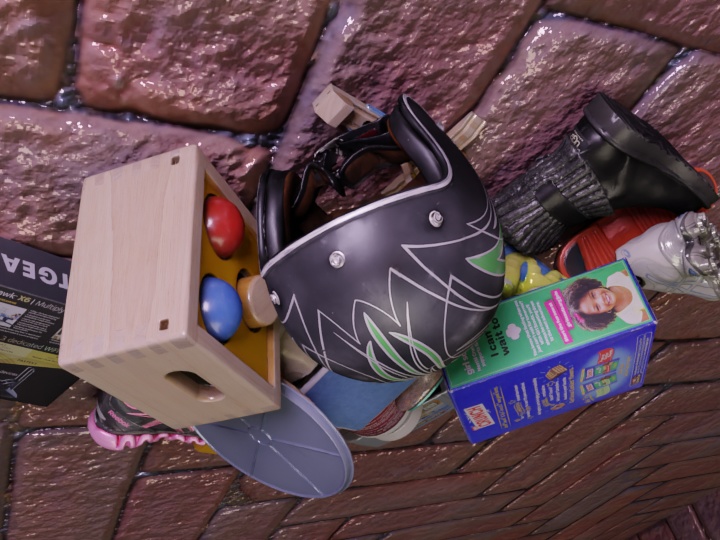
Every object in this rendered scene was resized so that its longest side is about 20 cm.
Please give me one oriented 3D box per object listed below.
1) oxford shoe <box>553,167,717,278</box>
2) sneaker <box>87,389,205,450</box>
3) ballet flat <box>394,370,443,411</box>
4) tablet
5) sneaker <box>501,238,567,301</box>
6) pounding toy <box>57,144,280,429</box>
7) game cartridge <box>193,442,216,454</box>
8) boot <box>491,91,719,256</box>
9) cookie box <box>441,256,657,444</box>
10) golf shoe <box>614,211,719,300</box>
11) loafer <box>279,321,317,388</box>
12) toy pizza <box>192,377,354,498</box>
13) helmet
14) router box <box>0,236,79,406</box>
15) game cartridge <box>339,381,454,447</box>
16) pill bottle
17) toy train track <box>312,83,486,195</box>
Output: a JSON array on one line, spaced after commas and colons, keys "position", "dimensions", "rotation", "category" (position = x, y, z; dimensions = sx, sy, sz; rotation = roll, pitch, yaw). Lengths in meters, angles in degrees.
[{"position": [0.302, -0.053, 0.813], "dimensions": [0.198, 0.072, 0.073], "rotation": [-29, 180, 2], "category": "oxford shoe"}, {"position": [-0.206, 0.145, 0.825], "dimensions": [0.197, 0.079, 0.097], "rotation": [-3, 128, -29], "category": "sneaker"}, {"position": [0.088, 0.064, 0.815], "dimensions": [0.067, 0.068, 0.201], "rotation": [39, 87, -22], "category": "ballet flat"}, {"position": [0.021, 0.093, 0.730], "dimensions": [0.129, 0.014, 0.200], "rotation": [22, 120, -45], "category": "tablet"}, {"position": [0.170, -0.001, 0.761], "dimensions": [0.198, 0.107, 0.075], "rotation": [20, 134, -43], "category": "sneaker"}, {"position": [-0.114, 0.013, 0.591], "dimensions": [0.140, 0.187, 0.200], "rotation": [-13, 149, 14], "category": "pounding toy"}, {"position": [-0.101, 0.200, 0.986], "dimensions": [0.199, 0.033, 0.175], "rotation": [-36, 144, 25], "category": "game cartridge"}, {"position": [0.239, -0.071, 0.717], "dimensions": [0.209, 0.080, 0.158], "rotation": [21, 124, -31], "category": "boot"}, {"position": [0.183, 0.088, 0.730], "dimensions": [0.197, 0.076, 0.172], "rotation": [-20, 148, 5], "category": "cookie box"}, {"position": [0.331, -0.009, 0.763], "dimensions": [0.096, 0.080, 0.199], "rotation": [-15, 157, 33], "category": "golf shoe"}, {"position": [-0.087, 0.096, 0.747], "dimensions": [0.068, 0.076, 0.200], "rotation": [35, 163, -3], "category": "loafer"}, {"position": [-0.092, 0.151, 0.710], "dimensions": [0.197, 0.032, 0.202], "rotation": [18, 138, 17], "category": "toy pizza"}, {"position": [0.017, -0.011, 0.542], "dimensions": [0.196, 0.193, 0.202], "rotation": [-7, 142, -6], "category": "helmet"}, {"position": [-0.319, 0.044, 0.625], "dimensions": [0.156, 0.053, 0.199], "rotation": [-36, 144, 23], "category": "router box"}, {"position": [0.078, 0.202, 1.056], "dimensions": [0.198, 0.042, 0.133], "rotation": [-31, 152, 11], "category": "game cartridge"}, {"position": [0.002, 0.139, 0.876], "dimensions": [0.108, 0.111, 0.200], "rotation": [-26, 146, 11], "category": "pill bottle"}, {"position": [0.040, -0.100, 0.618], "dimensions": [0.198, 0.033, 0.114], "rotation": [20, 130, -43], "category": "toy train track"}]
